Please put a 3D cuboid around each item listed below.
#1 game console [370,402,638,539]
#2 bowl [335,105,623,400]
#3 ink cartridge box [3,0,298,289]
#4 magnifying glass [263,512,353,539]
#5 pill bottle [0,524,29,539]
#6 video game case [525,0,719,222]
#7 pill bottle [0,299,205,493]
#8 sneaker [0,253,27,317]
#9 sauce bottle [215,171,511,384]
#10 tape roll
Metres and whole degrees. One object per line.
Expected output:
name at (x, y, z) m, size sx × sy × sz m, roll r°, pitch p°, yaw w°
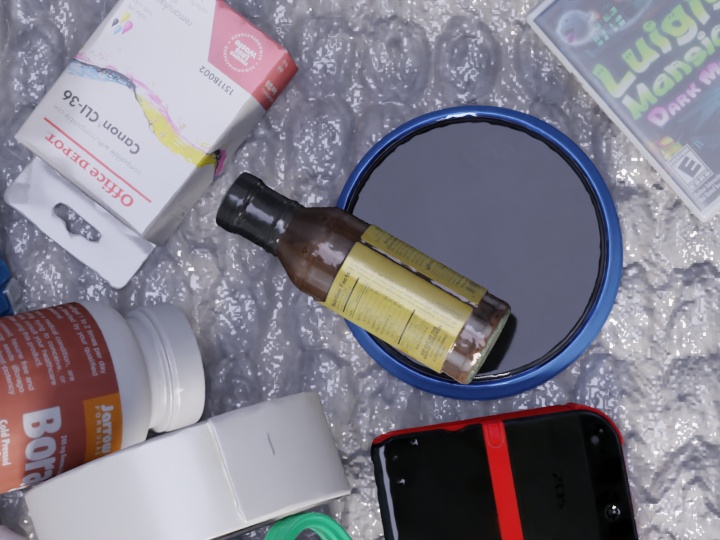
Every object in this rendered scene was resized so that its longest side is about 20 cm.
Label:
game console at (0.102, 0.193, 1.470) m, size 0.176 × 0.031 × 0.201 m, roll -8°, pitch 84°, yaw -18°
bowl at (0.077, -0.013, 1.516) m, size 0.200 × 0.039 × 0.201 m, roll 0°, pitch 86°, yaw 5°
ink cartridge box at (-0.149, -0.098, 1.531) m, size 0.116 × 0.067 × 0.200 m, roll 37°, pitch 89°, yaw 7°
magnifying glass at (0.001, 0.206, 1.435) m, size 0.022 × 0.200 × 0.080 m, roll -11°, pitch 67°, yaw 35°
pill bottle at (-0.324, 0.173, 1.504) m, size 0.199 × 0.109 × 0.110 m, roll 24°, pitch 88°, yaw 7°
video game case at (0.241, -0.164, 1.477) m, size 0.200 × 0.023 × 0.182 m, roll -41°, pitch 81°, yaw 3°
pill bottle at (-0.208, 0.081, 1.469) m, size 0.199 × 0.112 × 0.113 m, roll -13°, pitch 83°, yaw -26°
sneaker at (-0.288, 0.003, 1.545) m, size 0.086 × 0.075 × 0.201 m, roll -9°, pitch 91°, yaw 37°
sauce bottle at (0.000, 0.000, 1.471) m, size 0.200 × 0.065 × 0.065 m, roll 31°, pitch 89°, yaw 8°
tape roll at (-0.109, 0.142, 1.440) m, size 0.202 × 0.202 × 0.071 m, roll -19°, pitch 83°, yaw 4°
